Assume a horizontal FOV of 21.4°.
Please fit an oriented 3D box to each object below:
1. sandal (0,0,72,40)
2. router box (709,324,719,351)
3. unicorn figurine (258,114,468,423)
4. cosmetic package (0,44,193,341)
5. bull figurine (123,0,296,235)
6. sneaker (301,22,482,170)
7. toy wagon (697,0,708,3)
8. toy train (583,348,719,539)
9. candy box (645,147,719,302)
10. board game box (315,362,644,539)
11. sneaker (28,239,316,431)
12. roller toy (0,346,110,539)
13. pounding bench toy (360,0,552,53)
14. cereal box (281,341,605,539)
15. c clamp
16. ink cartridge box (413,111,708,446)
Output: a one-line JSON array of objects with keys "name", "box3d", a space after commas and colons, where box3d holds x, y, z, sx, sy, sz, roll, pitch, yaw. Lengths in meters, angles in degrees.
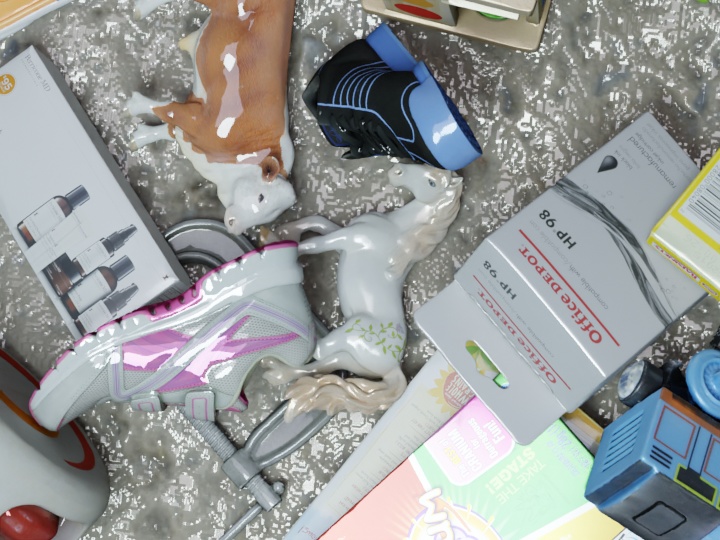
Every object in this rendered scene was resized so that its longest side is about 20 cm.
[{"name": "sandal", "box3d": [-0.213, -0.220, 1.305, 0.206, 0.059, 0.079, -34, 83, 3]}, {"name": "router box", "box3d": [0.346, 0.030, 1.219, 0.199, 0.062, 0.151, 28, 91, 8]}, {"name": "unicorn figurine", "box3d": [0.000, 0.000, 1.262, 0.136, 0.074, 0.202, 1, 88, -1]}, {"name": "cosmetic package", "box3d": [-0.198, -0.047, 1.282, 0.082, 0.051, 0.201, -34, 74, 1]}, {"name": "bull figurine", "box3d": [-0.095, -0.125, 1.281, 0.120, 0.065, 0.202, 6, 86, 4]}, {"name": "sneaker", "box3d": [0.017, -0.096, 1.212, 0.078, 0.200, 0.070, -36, 114, 2]}, {"name": "toy wagon", "box3d": [0.281, -0.231, 1.256, 0.155, 0.040, 0.200, -41, 83, 2]}, {"name": "toy train", "box3d": [0.237, 0.136, 1.183, 0.199, 0.087, 0.115, 33, 54, -11]}, {"name": "candy box", "box3d": [0.278, -0.063, 1.182, 0.102, 0.026, 0.200, 40, 79, 6]}, {"name": "board game box", "box3d": [0.073, 0.182, 1.213, 0.200, 0.040, 0.153, -43, 85, 2]}, {"name": "sneaker", "box3d": [-0.113, 0.059, 1.192, 0.199, 0.081, 0.089, -26, 92, 8]}, {"name": "roller toy", "box3d": [-0.266, 0.132, 1.223, 0.182, 0.200, 0.140, 44, 93, -12]}, {"name": "pounding bench toy", "box3d": [0.104, -0.214, 1.218, 0.199, 0.156, 0.125, 15, 87, 8]}, {"name": "cereal box", "box3d": [0.062, 0.151, 1.256, 0.144, 0.040, 0.200, 40, 92, 7]}, {"name": "c clamp", "box3d": [-0.102, 0.073, 1.288, 0.170, 0.027, 0.200, -37, 82, 2]}, {"name": "ink cartridge box", "box3d": [0.144, 0.005, 1.198, 0.200, 0.067, 0.116, -37, 82, -28]}]
